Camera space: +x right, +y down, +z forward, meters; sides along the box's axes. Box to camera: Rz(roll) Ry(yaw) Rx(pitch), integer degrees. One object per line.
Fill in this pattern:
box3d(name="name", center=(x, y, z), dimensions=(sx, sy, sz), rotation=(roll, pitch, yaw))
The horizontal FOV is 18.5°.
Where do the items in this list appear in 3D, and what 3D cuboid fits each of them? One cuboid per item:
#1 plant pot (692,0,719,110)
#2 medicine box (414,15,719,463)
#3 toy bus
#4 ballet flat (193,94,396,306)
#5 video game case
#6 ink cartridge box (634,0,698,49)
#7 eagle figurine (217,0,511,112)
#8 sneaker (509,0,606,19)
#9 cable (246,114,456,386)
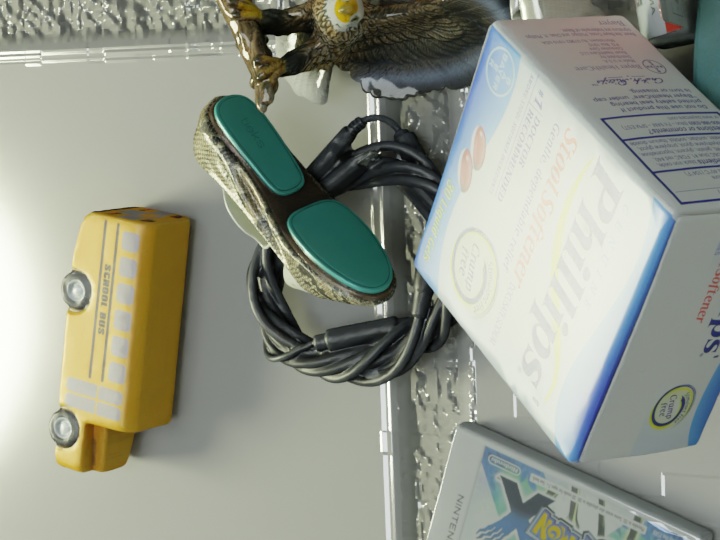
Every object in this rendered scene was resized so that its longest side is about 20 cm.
box3d(name="plant pot", center=(0.283, -0.104, 1.330), dimensions=(0.140, 0.141, 0.202), rotation=(-13, 84, 33))
box3d(name="medicine box", center=(0.140, -0.022, 1.306), dimensions=(0.200, 0.102, 0.183), rotation=(53, 136, 42))
box3d(name="toy bus", center=(-0.182, 0.054, 1.682), dimensions=(0.078, 0.065, 0.202), rotation=(12, 102, 29))
box3d(name="ballet flat", center=(-0.049, -0.035, 1.539), dimensions=(0.200, 0.068, 0.076), rotation=(49, 139, 20))
box3d(name="video game case", center=(0.130, 0.226, 1.530), dimensions=(0.199, 0.022, 0.184), rotation=(23, 108, 28))
box3d(name="ink cartridge box", center=(0.170, -0.221, 1.344), dimensions=(0.057, 0.200, 0.164), rotation=(-10, 90, 23))
box3d(name="eagle figurine", center=(0.008, -0.184, 1.506), dimensions=(0.198, 0.151, 0.152), rotation=(-23, 127, 0))
box3d(name="sneaker", center=(0.168, -0.114, 1.405), dimensions=(0.081, 0.075, 0.201), rotation=(-19, 108, 51))
box3d(name="cable", center=(0.000, 0.000, 1.575), dimensions=(0.163, 0.051, 0.200), rotation=(48, 115, 13))
